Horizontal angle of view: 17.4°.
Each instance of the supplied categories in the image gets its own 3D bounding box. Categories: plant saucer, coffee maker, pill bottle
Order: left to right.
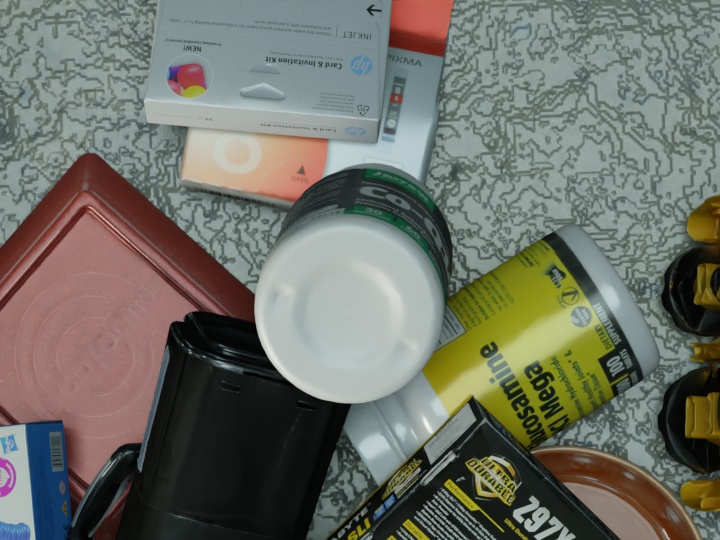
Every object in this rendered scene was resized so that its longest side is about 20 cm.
[{"bbox_3d":[-0.174,0.056,1.559,0.200,0.037,0.200,41,87,4],"label":"plant saucer"},{"bbox_3d":[-0.077,0.144,1.456,0.134,0.192,0.201,8,104,-36],"label":"coffee maker"},{"bbox_3d":[0.000,0.000,1.443,0.112,0.200,0.114,1,105,4],"label":"pill bottle"},{"bbox_3d":[0.084,0.066,1.516,0.199,0.112,0.113,-32,86,-1],"label":"pill bottle"},{"bbox_3d":[0.133,0.216,1.544,0.199,0.032,0.202,0,85,2],"label":"plant saucer"}]

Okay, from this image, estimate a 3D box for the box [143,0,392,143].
[{"bbox_3d":[-0.055,-0.189,1.548,0.155,0.041,0.201,5,69,0],"label":"box"}]

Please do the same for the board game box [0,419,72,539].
[{"bbox_3d":[-0.280,0.205,1.509,0.194,0.056,0.202,-8,85,19],"label":"board game box"}]

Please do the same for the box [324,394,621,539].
[{"bbox_3d":[0.085,0.204,1.469,0.200,0.049,0.160,43,95,-15],"label":"box"}]

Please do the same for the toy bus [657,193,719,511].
[{"bbox_3d":[0.301,0.055,1.513,0.190,0.136,0.202,2,83,-12],"label":"toy bus"}]

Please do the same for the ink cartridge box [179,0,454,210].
[{"bbox_3d":[-0.023,-0.138,1.565,0.161,0.050,0.202,11,89,1],"label":"ink cartridge box"}]
